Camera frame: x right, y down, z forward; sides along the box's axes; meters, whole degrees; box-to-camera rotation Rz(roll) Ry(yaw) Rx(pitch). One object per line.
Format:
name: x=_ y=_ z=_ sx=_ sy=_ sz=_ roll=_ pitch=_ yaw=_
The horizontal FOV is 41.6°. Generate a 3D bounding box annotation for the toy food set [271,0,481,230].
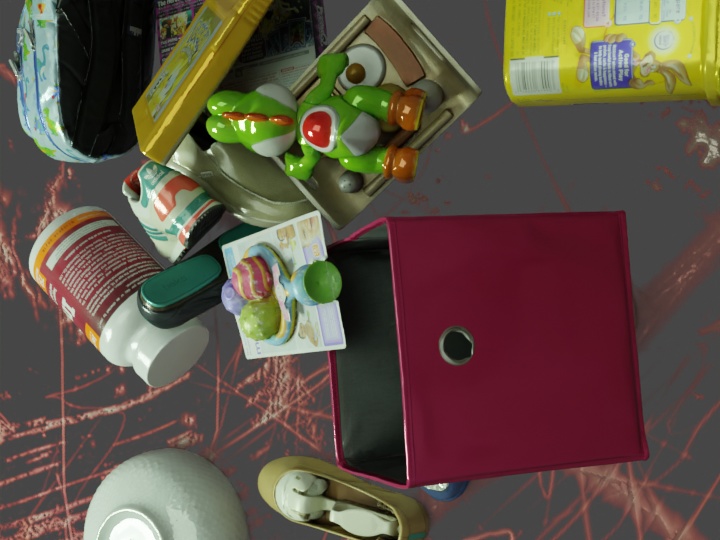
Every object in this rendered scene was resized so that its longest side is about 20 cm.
toy food set: x=0.001 y=-0.158 z=0.926 sx=0.200 sy=0.060 sz=0.144 roll=-43 pitch=90 yaw=17

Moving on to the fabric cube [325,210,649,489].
fabric cube: x=0.091 y=0.063 z=0.778 sx=0.198 sy=0.200 sz=0.198 roll=-2 pitch=85 yaw=-17

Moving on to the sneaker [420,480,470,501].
sneaker: x=0.037 y=0.130 z=0.906 sx=0.075 sy=0.088 sz=0.201 roll=-31 pitch=77 yaw=19

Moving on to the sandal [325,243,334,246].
sandal: x=0.001 y=0.000 z=0.945 sx=0.199 sy=0.076 sz=0.043 roll=-5 pitch=55 yaw=15

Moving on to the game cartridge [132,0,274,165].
game cartridge: x=-0.158 y=-0.214 z=0.938 sx=0.201 sy=0.032 sz=0.176 roll=-56 pitch=25 yaw=10

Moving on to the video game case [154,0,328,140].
video game case: x=-0.129 y=-0.238 z=1.026 sx=0.199 sy=0.036 sz=0.183 roll=-9 pitch=85 yaw=25

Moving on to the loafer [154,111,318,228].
loafer: x=-0.129 y=-0.108 z=0.980 sx=0.199 sy=0.076 sz=0.069 roll=26 pitch=128 yaw=12

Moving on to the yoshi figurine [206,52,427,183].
yoshi figurine: x=-0.041 y=-0.138 z=0.887 sx=0.198 sy=0.112 sz=0.113 roll=7 pitch=61 yaw=2

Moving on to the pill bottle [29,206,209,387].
pill bottle: x=-0.262 y=0.030 z=1.037 sx=0.200 sy=0.113 sz=0.113 roll=42 pitch=105 yaw=21

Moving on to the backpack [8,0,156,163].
backpack: x=-0.306 y=-0.220 z=1.056 sx=0.153 sy=0.163 sz=0.202 roll=-9 pitch=91 yaw=33

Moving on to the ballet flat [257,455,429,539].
ballet flat: x=-0.028 y=0.231 z=0.946 sx=0.199 sy=0.063 sz=0.069 roll=8 pitch=91 yaw=26

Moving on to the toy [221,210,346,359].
toy: x=-0.087 y=0.022 z=0.846 sx=0.199 sy=0.047 sz=0.116 roll=-14 pitch=88 yaw=55

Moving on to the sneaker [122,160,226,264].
sneaker: x=-0.197 y=-0.067 z=0.972 sx=0.093 sy=0.200 sz=0.070 roll=45 pitch=76 yaw=-7

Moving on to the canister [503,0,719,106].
canister: x=0.232 y=-0.218 z=0.829 sx=0.199 sy=0.086 sz=0.150 roll=3 pitch=89 yaw=27

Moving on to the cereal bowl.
cereal bowl: x=-0.224 y=0.296 z=1.026 sx=0.199 sy=0.083 sz=0.202 roll=-2 pitch=86 yaw=25

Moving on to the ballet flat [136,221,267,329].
ballet flat: x=-0.140 y=0.003 z=0.982 sx=0.199 sy=0.073 sz=0.073 roll=-30 pitch=70 yaw=-24
